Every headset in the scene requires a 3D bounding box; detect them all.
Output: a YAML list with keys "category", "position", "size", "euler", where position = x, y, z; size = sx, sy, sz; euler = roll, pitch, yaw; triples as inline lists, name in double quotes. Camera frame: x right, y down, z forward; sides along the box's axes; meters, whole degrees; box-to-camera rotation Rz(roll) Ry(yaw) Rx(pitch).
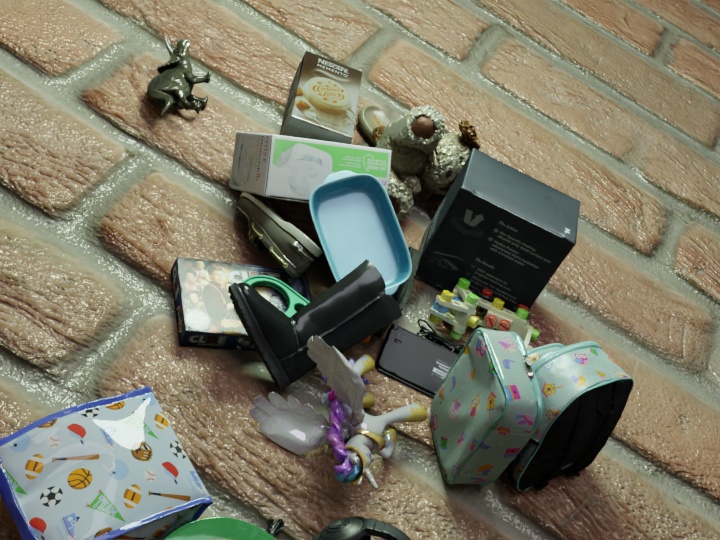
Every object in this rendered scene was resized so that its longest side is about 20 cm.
- category: "headset"
  position: [-0.023, 0.341, 1.318]
  size: [0.198, 0.125, 0.094]
  euler: [12, 15, 7]

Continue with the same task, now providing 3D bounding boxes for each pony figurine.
- category: "pony figurine"
  position: [-0.019, 0.184, 1.461]
  size: [0.193, 0.167, 0.200]
  euler: [44, 27, 6]

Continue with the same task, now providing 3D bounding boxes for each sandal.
- category: "sandal"
  position: [0.068, -0.224, 1.968]
  size: [0.080, 0.054, 0.201]
  euler: [-21, 67, -41]

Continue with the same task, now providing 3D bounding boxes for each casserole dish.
- category: "casserole dish"
  position: [-0.003, -0.047, 1.622]
  size: [0.120, 0.039, 0.202]
  euler: [-17, 76, -16]

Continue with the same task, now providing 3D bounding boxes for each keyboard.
- category: "keyboard"
  position: [0.123, 0.147, 1.655]
  size: [0.199, 0.040, 0.105]
  euler: [27, 64, -4]

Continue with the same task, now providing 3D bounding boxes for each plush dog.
- category: "plush dog"
  position: [0.112, -0.185, 1.885]
  size: [0.170, 0.201, 0.161]
  euler: [15, 21, -21]

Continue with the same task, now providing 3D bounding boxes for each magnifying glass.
- category: "magnifying glass"
  position: [-0.079, 0.060, 1.579]
  size: [0.198, 0.022, 0.080]
  euler: [19, 42, -9]

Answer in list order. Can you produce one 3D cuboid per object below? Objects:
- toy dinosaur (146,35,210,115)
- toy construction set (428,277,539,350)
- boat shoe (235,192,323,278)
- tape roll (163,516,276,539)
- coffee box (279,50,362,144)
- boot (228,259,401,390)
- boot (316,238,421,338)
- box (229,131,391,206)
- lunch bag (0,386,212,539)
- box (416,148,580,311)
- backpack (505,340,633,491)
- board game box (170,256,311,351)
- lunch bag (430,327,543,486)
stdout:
- category: "toy dinosaur"
  position: [-0.308, -0.297, 1.839]
  size: [0.101, 0.077, 0.201]
  euler: [16, 46, 4]
- category: "toy construction set"
  position: [0.201, 0.085, 1.706]
  size: [0.199, 0.092, 0.131]
  euler: [38, 17, -1]
- category: "boat shoe"
  position: [-0.134, -0.055, 1.662]
  size: [0.201, 0.060, 0.072]
  euler: [37, -1, 44]
- category: "tape roll"
  position: [-0.153, 0.374, 1.222]
  size: [0.199, 0.048, 0.202]
  euler: [16, 54, -22]
- category: "coffee box"
  position: [-0.069, -0.279, 1.931]
  size: [0.113, 0.080, 0.201]
  euler: [19, 42, -12]
- category: "boot"
  position: [-0.061, 0.044, 1.518]
  size: [0.199, 0.166, 0.066]
  euler: [-30, 19, -12]
- category: "boot"
  position: [-0.001, 0.001, 1.686]
  size: [0.157, 0.080, 0.212]
  euler: [29, 33, -7]
- category: "box"
  position: [-0.080, -0.153, 1.726]
  size: [0.198, 0.098, 0.176]
  euler: [5, 5, -24]
- category: "lunch bag"
  position: [-0.299, 0.244, 1.248]
  size: [0.199, 0.124, 0.170]
  euler: [-12, 56, -45]
- category: "box"
  position: [0.214, -0.051, 1.767]
  size: [0.195, 0.201, 0.118]
  euler: [26, 41, -4]
- category: "backpack"
  position: [0.277, 0.187, 1.562]
  size: [0.175, 0.201, 0.154]
  euler: [-9, 52, -34]
- category: "board game box"
  position: [-0.163, 0.051, 1.581]
  size: [0.198, 0.035, 0.136]
  euler: [6, 46, -24]
- category: "lunch bag"
  position: [0.168, 0.180, 1.508]
  size: [0.076, 0.201, 0.161]
  euler: [11, 42, -21]
